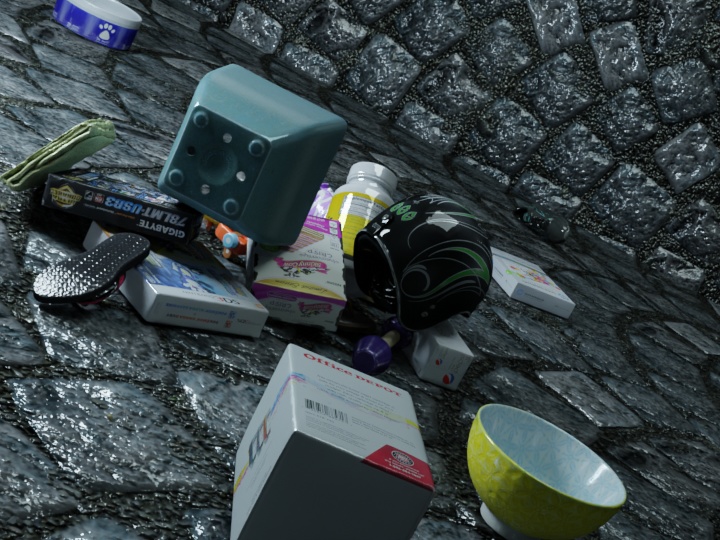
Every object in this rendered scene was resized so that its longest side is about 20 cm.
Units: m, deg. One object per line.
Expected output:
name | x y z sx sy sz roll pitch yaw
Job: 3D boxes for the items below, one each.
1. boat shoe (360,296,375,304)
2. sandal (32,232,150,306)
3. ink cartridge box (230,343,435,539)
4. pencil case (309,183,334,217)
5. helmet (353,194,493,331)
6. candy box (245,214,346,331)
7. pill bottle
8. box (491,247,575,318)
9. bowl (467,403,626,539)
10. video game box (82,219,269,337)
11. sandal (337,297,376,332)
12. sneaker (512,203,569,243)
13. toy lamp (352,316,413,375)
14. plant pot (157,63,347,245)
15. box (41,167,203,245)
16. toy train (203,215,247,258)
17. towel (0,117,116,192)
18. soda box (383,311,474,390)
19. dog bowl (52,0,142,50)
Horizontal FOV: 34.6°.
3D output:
boat shoe | 0.000 0.000 1.913 0.199 0.068 0.072 28 16 0
sandal | -0.316 0.008 1.384 0.075 0.045 0.200 20 25 14
ink cartridge box | -0.032 0.191 1.114 0.144 0.145 0.200 24 16 -11
pencil case | -0.017 -0.076 2.095 0.200 0.086 0.084 37 20 28
helmet | 0.103 -0.014 1.721 0.189 0.201 0.200 -18 37 -21
candy box | -0.094 -0.008 1.664 0.135 0.061 0.201 11 35 -12
pill bottle | -0.004 -0.068 1.849 0.110 0.201 0.112 15 -26 7
box | 0.352 0.022 2.484 0.155 0.041 0.200 20 18 -24
bowl | 0.200 0.258 1.363 0.199 0.108 0.200 26 16 -8
video game box | -0.242 0.011 1.517 0.181 0.047 0.200 15 19 -45
sandal | -0.062 0.033 1.728 0.199 0.055 0.082 32 16 14
sneaker | 0.491 -0.126 3.155 0.079 0.076 0.200 4 18 -31
toy lamp | 0.031 0.108 1.647 0.058 0.058 0.200 30 17 9
plant pot | -0.161 -0.149 1.539 0.195 0.197 0.200 27 13 8
box | -0.318 -0.090 1.590 0.197 0.050 0.200 15 5 -6
toy train | -0.186 -0.059 1.826 0.150 0.056 0.200 39 19 19
towel | -0.407 -0.157 1.579 0.037 0.148 0.200 58 1 -9
soda box | 0.102 0.101 1.774 0.068 0.064 0.200 21 17 -23
dog bowl | -0.624 -0.602 2.743 0.199 0.079 0.200 25 16 -8
